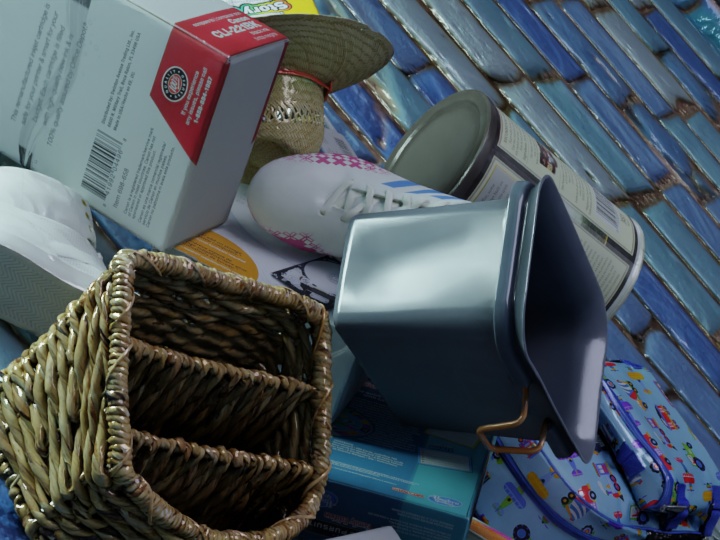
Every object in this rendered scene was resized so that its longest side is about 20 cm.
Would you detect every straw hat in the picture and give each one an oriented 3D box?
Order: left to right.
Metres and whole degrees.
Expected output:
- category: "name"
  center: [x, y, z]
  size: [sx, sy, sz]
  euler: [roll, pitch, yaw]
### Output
- category: "straw hat"
  center: [-0.065, -0.105, 1.613]
  size: [0.200, 0.200, 0.086]
  euler: [12, 67, -56]

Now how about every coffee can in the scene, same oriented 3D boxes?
- category: "coffee can"
  center: [0.129, -0.040, 2.024]
  size: [0.200, 0.146, 0.147]
  euler: [37, 24, -26]

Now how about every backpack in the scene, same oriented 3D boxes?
- category: "backpack"
  center: [0.160, 0.153, 1.772]
  size: [0.199, 0.135, 0.183]
  euler: [13, 39, -51]

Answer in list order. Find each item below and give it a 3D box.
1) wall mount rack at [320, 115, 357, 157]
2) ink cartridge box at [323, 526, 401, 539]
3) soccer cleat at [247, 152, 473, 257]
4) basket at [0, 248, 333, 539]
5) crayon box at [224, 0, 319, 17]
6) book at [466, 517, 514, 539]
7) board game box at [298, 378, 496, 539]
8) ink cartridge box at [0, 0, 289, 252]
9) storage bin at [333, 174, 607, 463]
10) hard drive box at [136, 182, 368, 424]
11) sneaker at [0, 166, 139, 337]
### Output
- category: "wall mount rack"
  center: [-0.043, -0.058, 1.839]
  size: [0.173, 0.075, 0.201]
  euler: [16, 36, -58]
- category: "ink cartridge box"
  center: [0.012, 0.260, 1.370]
  size: [0.200, 0.088, 0.145]
  euler: [53, 23, 19]
- category: "soccer cleat"
  center: [0.025, -0.035, 1.550]
  size: [0.198, 0.070, 0.086]
  euler: [15, -5, -17]
- category: "basket"
  center: [-0.097, 0.097, 1.358]
  size: [0.199, 0.149, 0.143]
  euler: [20, 34, -51]
- category: "crayon box"
  center: [-0.142, -0.197, 1.735]
  size: [0.198, 0.059, 0.173]
  euler: [-4, 35, -13]
- category: "book"
  center: [0.117, 0.212, 1.576]
  size: [0.199, 0.048, 0.133]
  euler: [25, 3, 38]
- category: "board game box"
  center: [0.010, 0.123, 1.558]
  size: [0.150, 0.047, 0.200]
  euler: [15, 22, 6]
- category: "ink cartridge box"
  center: [-0.166, -0.128, 1.524]
  size: [0.199, 0.145, 0.084]
  euler: [31, 27, 18]
- category: "storage bin"
  center: [0.069, 0.043, 1.482]
  size: [0.200, 0.133, 0.147]
  euler: [56, 38, -56]
- category: "hard drive box"
  center: [-0.049, 0.010, 1.601]
  size: [0.155, 0.077, 0.200]
  euler: [25, 25, 8]
- category: "sneaker"
  center: [-0.167, 0.007, 1.482]
  size: [0.200, 0.074, 0.116]
  euler: [37, 27, -23]
